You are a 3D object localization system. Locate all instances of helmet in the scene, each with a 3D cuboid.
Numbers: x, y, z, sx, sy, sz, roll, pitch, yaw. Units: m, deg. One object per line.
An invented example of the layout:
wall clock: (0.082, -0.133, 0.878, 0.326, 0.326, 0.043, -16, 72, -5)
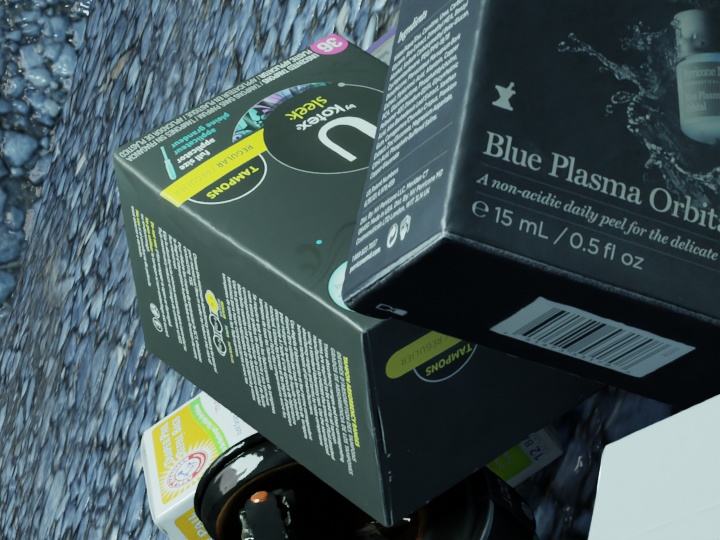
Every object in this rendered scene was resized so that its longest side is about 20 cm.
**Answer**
helmet: (0.002, 0.186, 1.312, 0.200, 0.200, 0.191, -92, -8, -48)

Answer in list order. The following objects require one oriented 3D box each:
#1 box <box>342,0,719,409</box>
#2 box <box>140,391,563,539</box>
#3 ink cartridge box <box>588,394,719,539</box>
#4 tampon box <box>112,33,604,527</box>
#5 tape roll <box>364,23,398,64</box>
box: (0.117, -0.061, 1.151, 0.117, 0.197, 0.200, 143, 141, -63)
box: (-0.008, 0.095, 1.428, 0.200, 0.113, 0.101, -34, 25, 7)
ink cartridge box: (0.184, 0.101, 0.791, 0.146, 0.200, 0.083, 145, 139, -64)
tampon box: (0.000, 0.000, 1.282, 0.200, 0.150, 0.126, 33, 143, 39)
tape roll: (0.049, -0.094, 1.468, 0.200, 0.085, 0.200, -38, 10, 8)
